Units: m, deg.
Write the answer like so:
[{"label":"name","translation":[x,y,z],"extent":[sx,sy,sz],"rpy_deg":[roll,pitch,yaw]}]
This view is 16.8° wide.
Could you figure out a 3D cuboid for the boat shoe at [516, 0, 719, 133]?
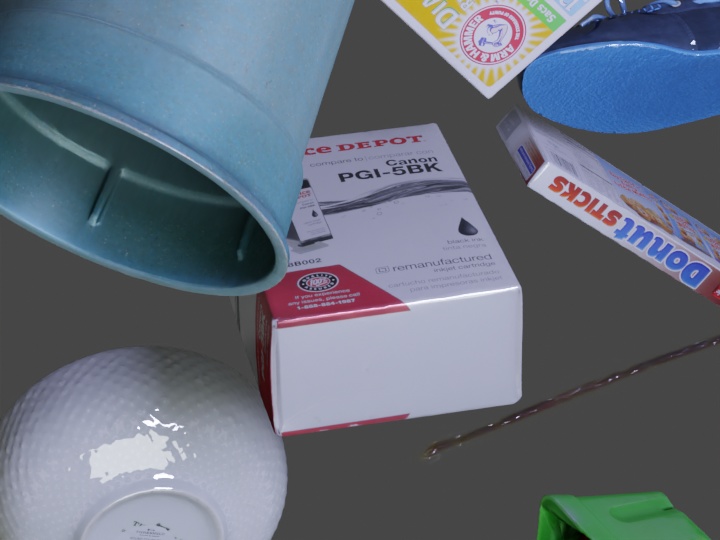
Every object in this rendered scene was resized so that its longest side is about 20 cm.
[{"label":"boat shoe","translation":[0.188,-0.128,1.477],"extent":[0.200,0.069,0.084],"rpy_deg":[-2,133,-13]}]

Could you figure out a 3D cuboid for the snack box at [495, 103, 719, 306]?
[{"label":"snack box","translation":[0.172,-0.035,1.533],"extent":[0.200,0.072,0.024],"rpy_deg":[30,111,-30]}]

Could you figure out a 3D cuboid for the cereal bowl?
[{"label":"cereal bowl","translation":[-0.140,0.150,1.574],"extent":[0.200,0.083,0.200],"rpy_deg":[-8,126,-11]}]

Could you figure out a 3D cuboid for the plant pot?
[{"label":"plant pot","translation":[-0.093,-0.120,1.228],"extent":[0.200,0.200,0.196],"rpy_deg":[38,65,-33]}]

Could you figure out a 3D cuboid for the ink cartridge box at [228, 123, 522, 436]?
[{"label":"ink cartridge box","translation":[0.000,0.000,1.432],"extent":[0.147,0.200,0.083],"rpy_deg":[-8,123,-10]}]

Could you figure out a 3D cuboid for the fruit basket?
[{"label":"fruit basket","translation":[0.142,0.262,1.702],"extent":[0.216,0.156,0.216],"rpy_deg":[-19,130,-24]}]

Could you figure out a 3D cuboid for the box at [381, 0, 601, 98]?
[{"label":"box","translation":[0.039,-0.209,1.355],"extent":[0.112,0.101,0.200],"rpy_deg":[-41,125,15]}]
